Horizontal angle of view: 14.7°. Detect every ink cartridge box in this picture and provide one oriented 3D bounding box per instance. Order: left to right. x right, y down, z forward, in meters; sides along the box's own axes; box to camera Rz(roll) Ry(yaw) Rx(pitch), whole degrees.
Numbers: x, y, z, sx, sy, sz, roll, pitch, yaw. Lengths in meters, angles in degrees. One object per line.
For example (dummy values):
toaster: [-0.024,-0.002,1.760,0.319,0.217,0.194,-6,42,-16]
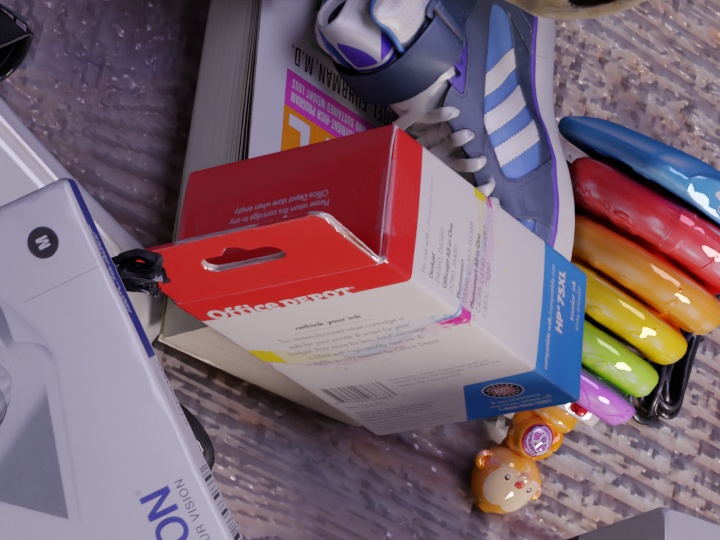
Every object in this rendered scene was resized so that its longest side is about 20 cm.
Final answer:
ink cartridge box: [-0.164,0.092,1.119,0.199,0.041,0.201,-26,91,1]
ink cartridge box: [0.000,0.000,1.225,0.200,0.116,0.068,36,52,-46]

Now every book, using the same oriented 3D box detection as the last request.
book: [-0.026,-0.041,1.344,0.133,0.048,0.201,29,57,-44]

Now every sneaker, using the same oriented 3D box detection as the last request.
sneaker: [0.028,-0.074,1.335,0.146,0.080,0.202,14,70,-43]

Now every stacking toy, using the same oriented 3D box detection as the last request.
stacking toy: [0.114,0.034,1.380,0.116,0.110,0.201,33,89,-33]

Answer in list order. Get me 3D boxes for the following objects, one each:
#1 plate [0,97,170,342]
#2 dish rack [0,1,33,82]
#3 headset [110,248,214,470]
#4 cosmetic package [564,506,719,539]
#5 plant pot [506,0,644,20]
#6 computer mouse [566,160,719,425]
plate: [-0.185,0.002,1.220,0.200,0.032,0.200,48,51,-15]
dish rack: [-0.195,-0.134,1.129,0.153,0.200,0.055,-30,67,-35]
headset: [-0.104,0.088,1.188,0.123,0.093,0.202,-28,113,-55]
cosmetic package: [0.099,0.188,1.265,0.081,0.200,0.114,21,60,-32]
plant pot: [0.105,-0.223,1.323,0.200,0.200,0.184,41,38,-19]
computer mouse: [0.128,-0.030,1.464,0.200,0.046,0.141,43,54,-18]
